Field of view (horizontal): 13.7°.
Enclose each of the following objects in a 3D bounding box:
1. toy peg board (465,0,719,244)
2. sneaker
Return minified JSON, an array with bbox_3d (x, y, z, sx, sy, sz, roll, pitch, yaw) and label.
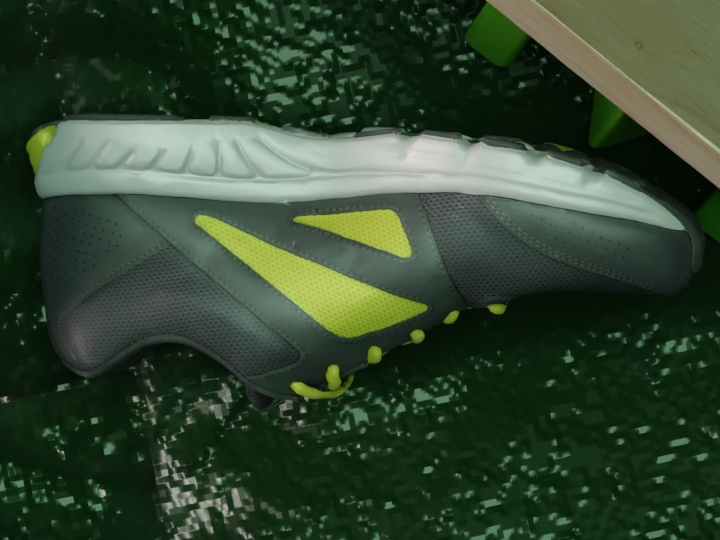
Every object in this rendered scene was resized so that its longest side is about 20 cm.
[{"bbox_3d":[0.109,-0.120,0.880,0.200,0.098,0.199,39,70,0],"label":"toy peg board"},{"bbox_3d":[0.000,0.000,0.870,0.199,0.074,0.085,5,93,10],"label":"sneaker"}]
